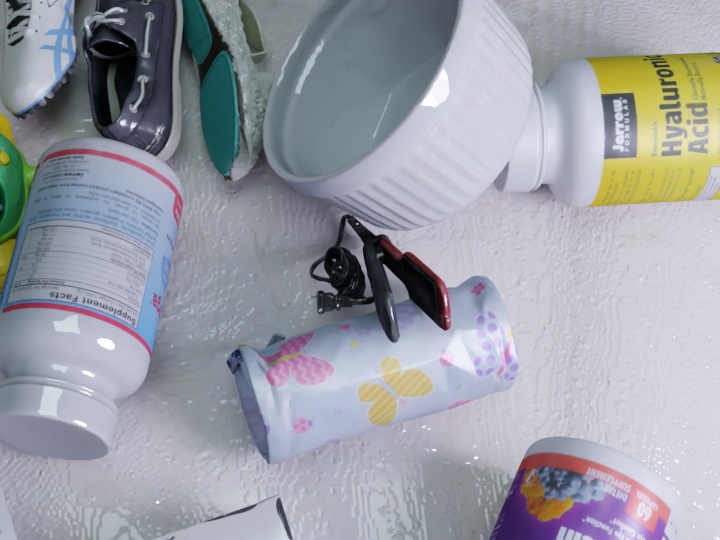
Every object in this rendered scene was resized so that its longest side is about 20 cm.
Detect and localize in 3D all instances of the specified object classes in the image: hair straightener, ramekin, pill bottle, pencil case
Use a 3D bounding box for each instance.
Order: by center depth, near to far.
[{"bbox_3d":[0.120,0.216,0.776,0.110,0.112,0.202,23,64,8],"label":"pill bottle"},{"bbox_3d":[-0.189,0.020,0.854,0.107,0.109,0.203,8,63,0],"label":"pill bottle"},{"bbox_3d":[0.000,0.000,0.858,0.076,0.042,0.200,-14,23,-9],"label":"hair straightener"},{"bbox_3d":[0.010,0.067,0.862,0.197,0.084,0.091,-15,22,-11],"label":"pencil case"},{"bbox_3d":[0.032,-0.125,0.900,0.105,0.199,0.203,32,56,-34],"label":"ramekin"},{"bbox_3d":[0.199,-0.105,0.946,0.196,0.112,0.113,-4,63,-6],"label":"pill bottle"}]

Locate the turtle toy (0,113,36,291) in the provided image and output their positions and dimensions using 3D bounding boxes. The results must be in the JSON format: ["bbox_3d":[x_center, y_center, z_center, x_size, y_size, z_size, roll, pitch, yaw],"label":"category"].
[{"bbox_3d":[-0.326,-0.057,0.886,0.197,0.101,0.148,-10,64,-9],"label":"turtle toy"}]

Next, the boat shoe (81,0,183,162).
[{"bbox_3d":[-0.181,-0.179,0.967,0.072,0.062,0.203,-22,64,26],"label":"boat shoe"}]

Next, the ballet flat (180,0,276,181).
[{"bbox_3d":[-0.097,-0.163,0.980,0.071,0.072,0.203,-12,65,-10],"label":"ballet flat"}]

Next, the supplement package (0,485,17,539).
[{"bbox_3d":[-0.306,0.113,0.775,0.116,0.117,0.202,-7,61,-36],"label":"supplement package"}]

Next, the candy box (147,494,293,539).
[{"bbox_3d":[-0.097,0.263,0.760,0.165,0.072,0.202,-16,66,-12],"label":"candy box"}]

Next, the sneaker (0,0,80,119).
[{"bbox_3d":[-0.256,-0.206,0.976,0.071,0.072,0.203,-20,52,30],"label":"sneaker"}]
